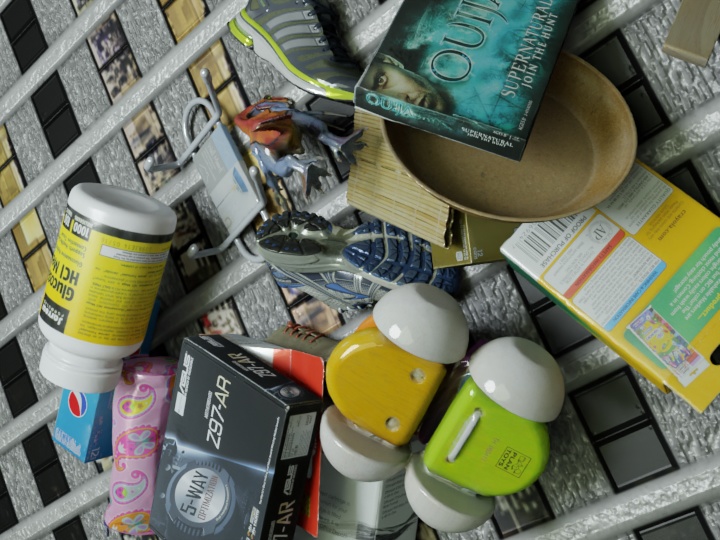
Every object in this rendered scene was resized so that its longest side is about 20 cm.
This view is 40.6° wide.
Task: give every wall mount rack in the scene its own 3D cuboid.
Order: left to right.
[{"bbox_3d":[-0.149,-0.107,1.011,0.174,0.074,0.201,-42,70,42],"label":"wall mount rack"}]

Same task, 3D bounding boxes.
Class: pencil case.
[{"bbox_3d":[-0.245,0.198,1.105,0.087,0.087,0.202,13,102,33],"label":"pencil case"}]

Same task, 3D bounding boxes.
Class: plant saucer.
[{"bbox_3d":[0.112,-0.105,0.758,0.200,0.200,0.036,43,151,24],"label":"plant saucer"}]

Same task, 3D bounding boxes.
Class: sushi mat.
[{"bbox_3d":[0.035,-0.088,0.877,0.200,0.012,0.097,30,115,60],"label":"sushi mat"}]

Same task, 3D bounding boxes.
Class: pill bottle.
[{"bbox_3d":[-0.270,0.020,1.017,0.112,0.112,0.202,26,105,30],"label":"pill bottle"}]

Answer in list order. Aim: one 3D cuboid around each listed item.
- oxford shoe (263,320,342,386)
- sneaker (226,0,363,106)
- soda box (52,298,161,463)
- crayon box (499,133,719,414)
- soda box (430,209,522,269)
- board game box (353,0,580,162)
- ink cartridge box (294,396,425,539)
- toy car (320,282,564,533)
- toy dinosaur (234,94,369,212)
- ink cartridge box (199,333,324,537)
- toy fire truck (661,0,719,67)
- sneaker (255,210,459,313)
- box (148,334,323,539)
[{"bbox_3d":[-0.059,0.084,0.977,0.199,0.070,0.075,-21,79,34],"label":"oxford shoe"},{"bbox_3d":[-0.048,-0.224,0.950,0.200,0.074,0.081,38,110,25],"label":"sneaker"},{"bbox_3d":[-0.299,0.119,1.145,0.064,0.068,0.202,25,107,31],"label":"soda box"},{"bbox_3d":[0.225,0.003,0.761,0.200,0.052,0.126,42,92,26],"label":"crayon box"},{"bbox_3d":[0.093,-0.105,0.850,0.068,0.063,0.202,-9,87,64],"label":"soda box"},{"bbox_3d":[0.091,-0.181,0.773,0.134,0.201,0.028,19,144,9],"label":"board game box"},{"bbox_3d":[-0.023,0.240,0.952,0.144,0.083,0.202,14,101,36],"label":"ink cartridge box"},{"bbox_3d":[0.072,0.106,0.836,0.199,0.150,0.176,29,111,5],"label":"toy car"},{"bbox_3d":[-0.075,-0.142,0.929,0.181,0.200,0.105,35,79,37],"label":"toy dinosaur"},{"bbox_3d":[-0.102,0.151,0.920,0.200,0.050,0.164,6,94,61],"label":"ink cartridge box"},{"bbox_3d":[0.311,-0.235,0.681,0.175,0.128,0.201,33,122,28],"label":"toy fire truck"},{"bbox_3d":[0.000,0.000,0.935,0.198,0.077,0.086,14,140,17],"label":"sneaker"},{"bbox_3d":[-0.119,0.180,0.890,0.160,0.043,0.202,26,108,42],"label":"box"}]
